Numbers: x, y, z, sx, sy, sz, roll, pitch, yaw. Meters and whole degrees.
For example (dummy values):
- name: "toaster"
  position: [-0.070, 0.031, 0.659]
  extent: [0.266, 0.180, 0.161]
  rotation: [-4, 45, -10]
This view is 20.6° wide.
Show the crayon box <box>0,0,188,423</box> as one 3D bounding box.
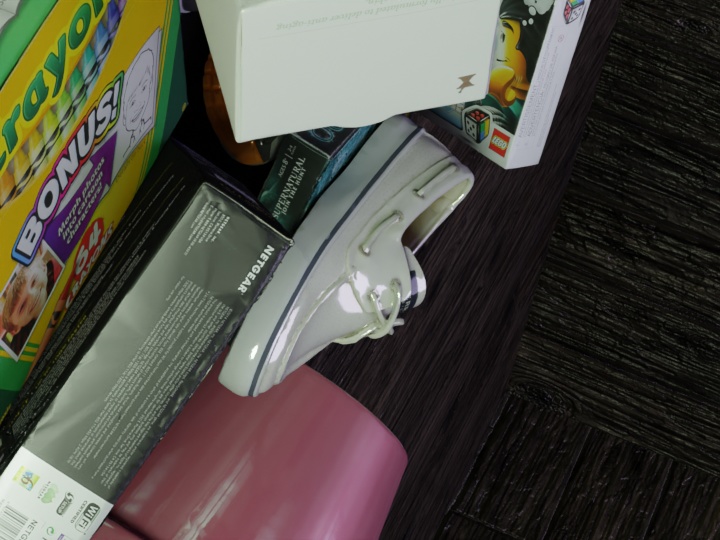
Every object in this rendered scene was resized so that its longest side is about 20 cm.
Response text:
- name: "crayon box"
  position: [-0.139, -0.054, 0.795]
  extent: [0.173, 0.058, 0.201]
  rotation: [94, 19, -59]

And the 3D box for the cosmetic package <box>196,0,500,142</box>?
- name: "cosmetic package"
  position: [-0.022, -0.160, 0.788]
  extent: [0.085, 0.107, 0.201]
  rotation: [96, -21, -56]

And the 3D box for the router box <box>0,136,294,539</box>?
- name: "router box"
  position: [-0.114, 0.043, 0.866]
  extent: [0.201, 0.051, 0.149]
  rotation: [-55, -164, 3]

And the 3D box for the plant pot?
- name: "plant pot"
  position: [-0.074, 0.142, 1.073]
  extent: [0.180, 0.199, 0.200]
  rotation: [-56, 167, -15]

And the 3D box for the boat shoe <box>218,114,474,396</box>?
- name: "boat shoe"
  position: [0.000, 0.000, 1.012]
  extent: [0.200, 0.069, 0.071]
  rotation: [-53, 173, -43]

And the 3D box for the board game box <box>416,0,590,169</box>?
- name: "board game box"
  position: [0.043, -0.162, 1.166]
  extent: [0.034, 0.199, 0.127]
  rotation: [-12, 127, -44]

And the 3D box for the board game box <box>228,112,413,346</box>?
- name: "board game box"
  position: [-0.014, -0.057, 1.087]
  extent: [0.136, 0.028, 0.200]
  rotation: [-63, 173, 34]

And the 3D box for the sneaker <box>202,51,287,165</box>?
- name: "sneaker"
  position: [-0.024, -0.118, 1.087]
  extent: [0.092, 0.075, 0.201]
  rotation: [70, 30, -42]

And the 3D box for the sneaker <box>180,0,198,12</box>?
- name: "sneaker"
  position: [-0.005, -0.174, 1.021]
  extent: [0.200, 0.099, 0.071]
  rotation: [-38, 160, -27]

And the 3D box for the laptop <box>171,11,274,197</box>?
- name: "laptop"
  position: [-0.114, -0.043, 1.091]
  extent: [0.200, 0.116, 0.188]
  rotation: [-41, -172, 36]
